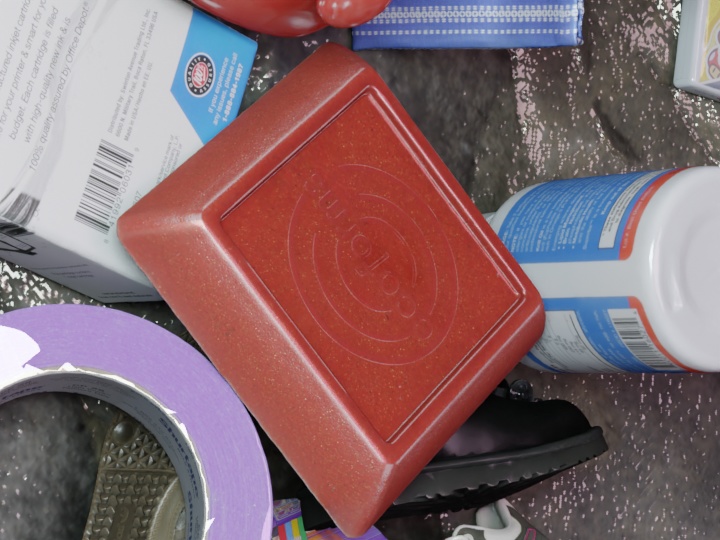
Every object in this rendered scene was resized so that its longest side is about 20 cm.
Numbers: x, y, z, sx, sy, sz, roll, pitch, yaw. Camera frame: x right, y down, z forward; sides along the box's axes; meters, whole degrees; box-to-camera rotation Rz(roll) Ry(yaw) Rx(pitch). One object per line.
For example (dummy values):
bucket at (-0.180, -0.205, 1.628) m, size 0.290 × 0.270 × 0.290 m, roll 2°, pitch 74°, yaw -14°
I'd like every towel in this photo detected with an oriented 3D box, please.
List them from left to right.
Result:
towel at (0.056, -0.223, 1.341) m, size 0.024 × 0.144 × 0.201 m, roll -18°, pitch 108°, yaw -63°

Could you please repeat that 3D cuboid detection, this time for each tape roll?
tape roll at (-0.146, 0.120, 1.188) m, size 0.199 × 0.066 × 0.201 m, roll 3°, pitch 78°, yaw -13°

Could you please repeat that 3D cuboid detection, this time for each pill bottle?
pill bottle at (0.136, 0.002, 1.362) m, size 0.112 × 0.200 × 0.113 m, roll 1°, pitch 88°, yaw -36°

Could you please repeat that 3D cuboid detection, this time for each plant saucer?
plant saucer at (0.000, 0.000, 1.237) m, size 0.200 × 0.037 × 0.200 m, roll 53°, pitch 49°, yaw -8°

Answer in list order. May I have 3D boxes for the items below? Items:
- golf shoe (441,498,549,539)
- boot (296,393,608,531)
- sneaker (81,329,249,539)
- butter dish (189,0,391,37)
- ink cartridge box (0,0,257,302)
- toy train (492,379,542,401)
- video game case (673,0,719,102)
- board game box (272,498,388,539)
golf shoe at (0.052, 0.197, 1.361) m, size 0.088 × 0.077 × 0.200 m, roll 58°, pitch 33°, yaw 5°
boot at (0.037, 0.050, 1.323) m, size 0.210 × 0.079 × 0.159 m, roll -4°, pitch 75°, yaw -39°
sneaker at (-0.099, 0.127, 1.281) m, size 0.076 × 0.070 × 0.201 m, roll 44°, pitch 63°, yaw -51°
butter dish at (-0.029, -0.185, 1.210) m, size 0.200 × 0.199 × 0.148 m, roll 18°, pitch 36°, yaw -56°
ink cartridge box at (-0.168, -0.086, 1.214) m, size 0.199 × 0.084 × 0.147 m, roll 27°, pitch 73°, yaw -33°
toy train at (0.025, 0.080, 1.381) m, size 0.199 × 0.034 × 0.046 m, roll 5°, pitch 89°, yaw -36°
video game case at (0.287, -0.198, 1.591) m, size 0.181 × 0.023 × 0.201 m, roll 13°, pitch 81°, yaw -35°
board game box at (-0.025, 0.229, 1.333) m, size 0.158 × 0.039 × 0.201 m, roll 37°, pitch 68°, yaw -29°
